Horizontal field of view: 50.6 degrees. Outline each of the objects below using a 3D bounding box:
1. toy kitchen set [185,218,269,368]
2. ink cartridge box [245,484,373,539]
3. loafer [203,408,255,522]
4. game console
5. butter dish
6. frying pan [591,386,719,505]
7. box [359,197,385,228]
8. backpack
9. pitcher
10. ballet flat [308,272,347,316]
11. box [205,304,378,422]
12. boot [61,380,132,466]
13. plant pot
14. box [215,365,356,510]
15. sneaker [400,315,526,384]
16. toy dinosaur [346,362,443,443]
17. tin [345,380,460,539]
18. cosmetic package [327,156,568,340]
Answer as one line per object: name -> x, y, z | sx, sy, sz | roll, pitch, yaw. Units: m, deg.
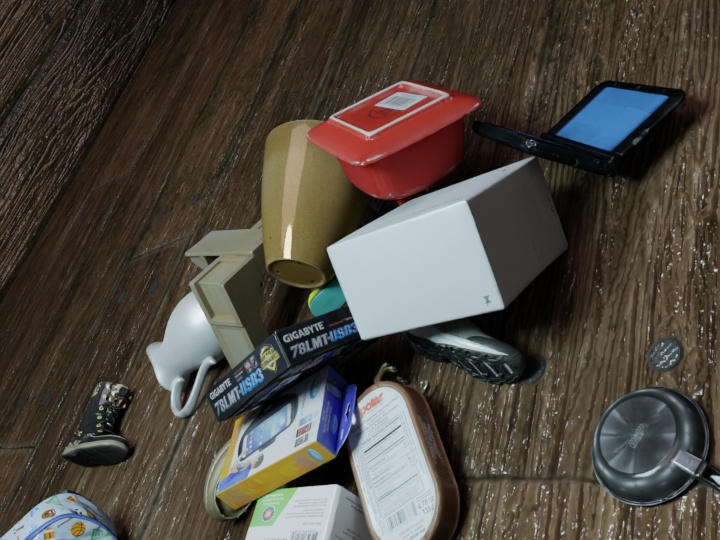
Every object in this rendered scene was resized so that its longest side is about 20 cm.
toy kitchen set -> -0.185, 0.034, 1.249 | 0.161, 0.183, 0.200 | 1, 35, 38
ink cartridge box -> -0.072, 0.355, 0.850 | 0.144, 0.084, 0.203 | -18, 44, 41
loafer -> -0.145, 0.253, 1.050 | 0.067, 0.076, 0.202 | 3, 60, 59
game console -> 0.255, -0.192, 0.930 | 0.200, 0.172, 0.119 | -124, 48, -70
butter dish -> 0.055, -0.156, 1.037 | 0.197, 0.150, 0.200 | -29, 30, -15
frying pan -> 0.268, 0.175, 0.665 | 0.115, 0.031, 0.191 | -44, 30, 13
box -> -0.042, -0.081, 1.277 | 0.159, 0.049, 0.203 | 2, 60, 47
backpack -> -0.463, 0.448, 1.158 | 0.192, 0.201, 0.153 | -51, 37, -15
pitcher -> -0.280, 0.138, 1.312 | 0.200, 0.120, 0.174 | -44, 53, 28
ballet flat -> 0.000, 0.000, 1.139 | 0.199, 0.067, 0.067 | -37, 12, 25
box -> -0.071, 0.110, 0.965 | 0.200, 0.196, 0.050 | -41, 74, 45
boot -> -0.480, 0.286, 1.439 | 0.198, 0.073, 0.153 | -23, 41, 45
plant pot -> -0.075, -0.084, 1.136 | 0.184, 0.185, 0.204 | -14, 56, 43
box -> -0.089, 0.199, 0.929 | 0.199, 0.041, 0.120 | -36, 27, 28
sneaker -> 0.123, 0.074, 0.902 | 0.080, 0.074, 0.199 | -52, 32, -12
toy dinosaur -> 0.025, 0.172, 0.937 | 0.198, 0.058, 0.103 | -1, 58, 51
tin -> 0.043, 0.217, 0.846 | 0.111, 0.042, 0.202 | -38, 48, 22
cosmetic package -> 0.104, -0.027, 0.887 | 0.197, 0.125, 0.199 | -17, 11, 39
